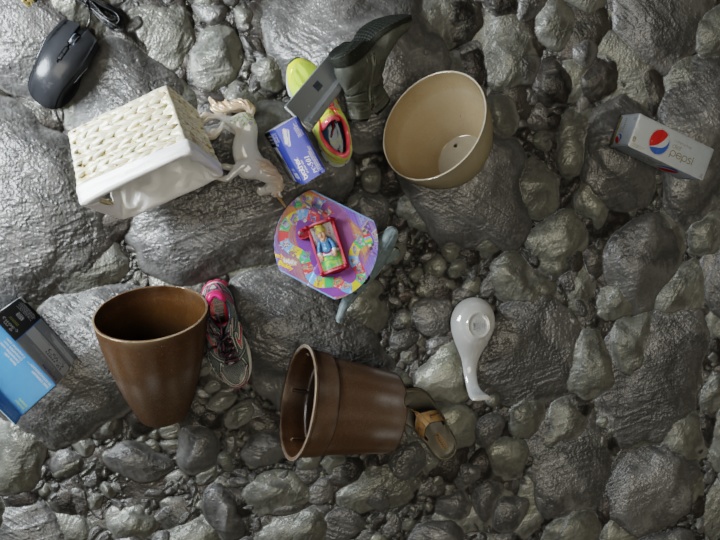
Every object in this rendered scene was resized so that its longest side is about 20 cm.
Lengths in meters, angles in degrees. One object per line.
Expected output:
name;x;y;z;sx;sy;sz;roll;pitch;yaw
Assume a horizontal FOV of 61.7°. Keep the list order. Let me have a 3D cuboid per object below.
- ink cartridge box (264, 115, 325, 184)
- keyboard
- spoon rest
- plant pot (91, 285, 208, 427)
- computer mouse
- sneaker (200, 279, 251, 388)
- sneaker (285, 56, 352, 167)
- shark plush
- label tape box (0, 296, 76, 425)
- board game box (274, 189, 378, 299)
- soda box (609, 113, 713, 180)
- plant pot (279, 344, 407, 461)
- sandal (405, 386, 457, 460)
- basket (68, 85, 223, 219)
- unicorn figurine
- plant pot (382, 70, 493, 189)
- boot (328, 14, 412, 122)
ink cartridge box;-0.112;-0.198;0.997;0.044;0.200;0.095;-31;105;-6
keyboard;-0.067;-0.305;1.016;0.056;0.202;0.011;37;136;-12
spoon rest;0.231;0.158;1.227;0.097;0.061;0.206;-1;88;-14
plant pot;-0.349;0.160;1.036;0.182;0.188;0.205;-3;115;-12
computer mouse;-0.488;-0.372;0.958;0.140;0.046;0.201;38;91;-18
sneaker;-0.250;0.122;1.093;0.079;0.075;0.205;-16;104;-9
sneaker;-0.063;-0.279;1.051;0.077;0.090;0.203;-31;104;-3
shark plush;0.000;0.000;1.122;0.091;0.083;0.200;43;89;-17
label tape box;-0.546;0.137;0.961;0.066;0.200;0.145;-37;106;-6
board game box;-0.068;-0.046;1.078;0.197;0.039;0.161;27;94;10
soda box;0.613;-0.250;1.226;0.196;0.064;0.070;19;96;-16
plant pot;-0.029;0.252;1.117;0.194;0.200;0.205;11;98;-22
sandal;0.137;0.318;1.229;0.081;0.055;0.202;-35;106;-4
basket;-0.341;-0.183;0.953;0.196;0.136;0.126;-23;81;7
unicorn figurine;-0.204;-0.199;1.042;0.134;0.074;0.206;-6;104;-7
plant pot;0.156;-0.227;1.077;0.203;0.199;0.134;-57;142;3
boot;0.028;-0.359;1.069;0.200;0.067;0.133;-43;132;-26
